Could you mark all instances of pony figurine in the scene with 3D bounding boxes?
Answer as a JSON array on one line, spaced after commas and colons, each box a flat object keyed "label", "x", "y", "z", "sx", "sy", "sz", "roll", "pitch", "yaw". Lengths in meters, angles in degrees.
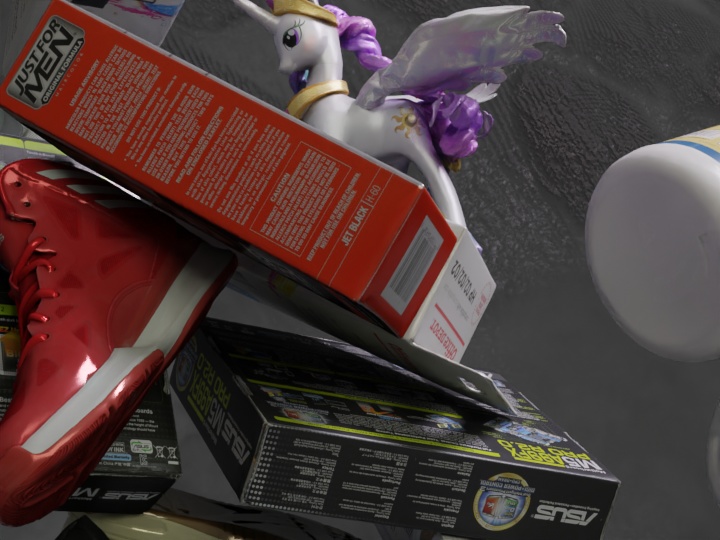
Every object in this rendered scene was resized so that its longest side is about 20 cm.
[{"label": "pony figurine", "x": 0.019, "y": -0.091, "z": 0.937, "sx": 0.193, "sy": 0.167, "sz": 0.200, "roll": 0, "pitch": 75, "yaw": -15}]

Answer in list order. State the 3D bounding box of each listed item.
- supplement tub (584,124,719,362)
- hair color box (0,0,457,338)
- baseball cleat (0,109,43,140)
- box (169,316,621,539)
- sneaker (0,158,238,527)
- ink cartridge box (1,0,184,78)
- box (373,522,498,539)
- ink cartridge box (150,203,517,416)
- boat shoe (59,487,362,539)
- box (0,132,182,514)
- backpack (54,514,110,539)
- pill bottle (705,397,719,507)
[{"label": "supplement tub", "x": 0.267, "y": -0.031, "z": 1.015, "sx": 0.200, "sy": 0.145, "sz": 0.145, "roll": -18, "pitch": 69, "yaw": -35}, {"label": "hair color box", "x": -0.060, "y": -0.046, "z": 0.702, "sx": 0.200, "sy": 0.102, "sz": 0.061, "roll": 29, "pitch": 85, "yaw": 17}, {"label": "baseball cleat", "x": -0.184, "y": -0.013, "z": 0.808, "sx": 0.106, "sy": 0.070, "sz": 0.200, "roll": -2, "pitch": 60, "yaw": -19}, {"label": "box", "x": 0.013, "y": 0.084, "z": 0.798, "sx": 0.200, "sy": 0.044, "sz": 0.160, "roll": 12, "pitch": 13, "yaw": -24}, {"label": "sneaker", "x": -0.144, "y": 0.023, "z": 0.669, "sx": 0.115, "sy": 0.078, "sz": 0.200, "roll": 34, "pitch": 31, "yaw": 0}, {"label": "ink cartridge box", "x": -0.140, "y": -0.216, "z": 0.886, "sx": 0.084, "sy": 0.200, "sz": 0.145, "roll": 14, "pitch": 54, "yaw": -22}, {"label": "box", "x": 0.045, "y": 0.145, "z": 0.771, "sx": 0.041, "sy": 0.039, "sz": 0.200, "roll": 19, "pitch": 11, "yaw": -18}, {"label": "ink cartridge box", "x": 0.000, "y": 0.000, "z": 0.794, "sx": 0.200, "sy": 0.115, "sz": 0.068, "roll": 24, "pitch": 82, "yaw": 18}, {"label": "boat shoe", "x": -0.059, "y": 0.160, "z": 0.774, "sx": 0.200, "sy": 0.072, "sz": 0.065, "roll": 17, "pitch": 93, "yaw": -17}, {"label": "box", "x": -0.193, "y": 0.016, "z": 0.713, "sx": 0.200, "sy": 0.048, "sz": 0.193, "roll": 7, "pitch": 52, "yaw": -32}, {"label": "backpack", "x": -0.087, "y": 0.235, "z": 0.666, "sx": 0.200, "sy": 0.154, "sz": 0.163, "roll": 22, "pitch": 48, "yaw": 13}, {"label": "pill bottle", "x": 0.336, "y": 0.129, "z": 0.962, "sx": 0.200, "sy": 0.120, "sz": 0.120, "roll": 20, "pitch": 52, "yaw": -15}]
